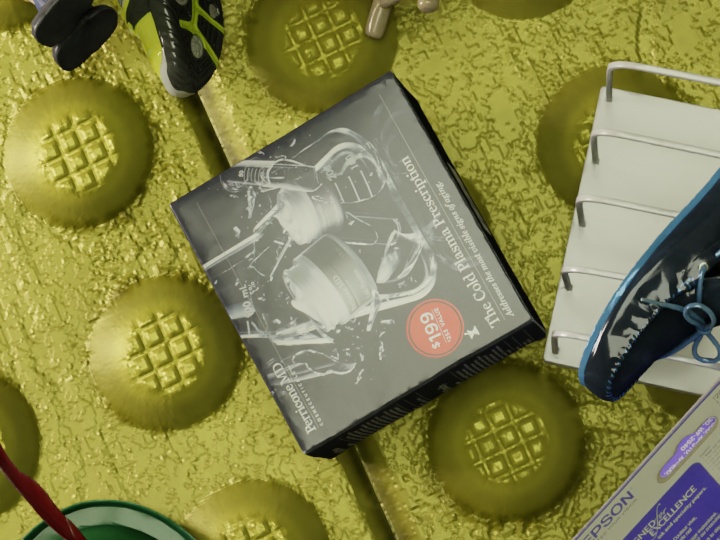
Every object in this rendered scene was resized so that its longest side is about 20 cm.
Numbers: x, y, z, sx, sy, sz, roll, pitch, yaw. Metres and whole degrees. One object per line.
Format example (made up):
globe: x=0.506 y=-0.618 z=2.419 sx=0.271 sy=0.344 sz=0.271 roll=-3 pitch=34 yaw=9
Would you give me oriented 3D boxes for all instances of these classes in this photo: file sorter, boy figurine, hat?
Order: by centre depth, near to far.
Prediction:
hat: x=-0.192 y=0.228 z=1.579 sx=0.199 sy=0.176 sz=0.166 roll=33 pitch=86 yaw=9
file sorter: x=0.211 y=-0.027 z=1.607 sx=0.138 sy=0.125 sz=0.201 roll=12 pitch=83 yaw=7
boy figurine: x=-0.259 y=-0.231 z=1.686 sx=0.064 sy=0.124 sz=0.200 roll=-46 pitch=62 yaw=-5

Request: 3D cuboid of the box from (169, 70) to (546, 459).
box: x=0.000 y=0.000 z=1.627 sx=0.181 sy=0.104 sz=0.201 roll=-31 pitch=80 yaw=6

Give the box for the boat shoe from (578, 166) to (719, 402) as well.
boat shoe: x=0.217 y=0.005 z=1.495 sx=0.069 sy=0.084 sz=0.200 roll=37 pitch=90 yaw=22

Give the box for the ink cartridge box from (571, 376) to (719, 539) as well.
ink cartridge box: x=0.235 y=0.141 z=1.552 sx=0.198 sy=0.200 sz=0.043 roll=-46 pitch=45 yaw=-3

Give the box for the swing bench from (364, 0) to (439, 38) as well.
swing bench: x=-0.038 y=-0.288 z=1.633 sx=0.198 sy=0.130 sz=0.201 roll=13 pitch=83 yaw=-17

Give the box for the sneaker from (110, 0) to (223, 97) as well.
sneaker: x=-0.159 y=-0.216 z=1.707 sx=0.076 sy=0.075 sz=0.201 roll=-23 pitch=79 yaw=28
